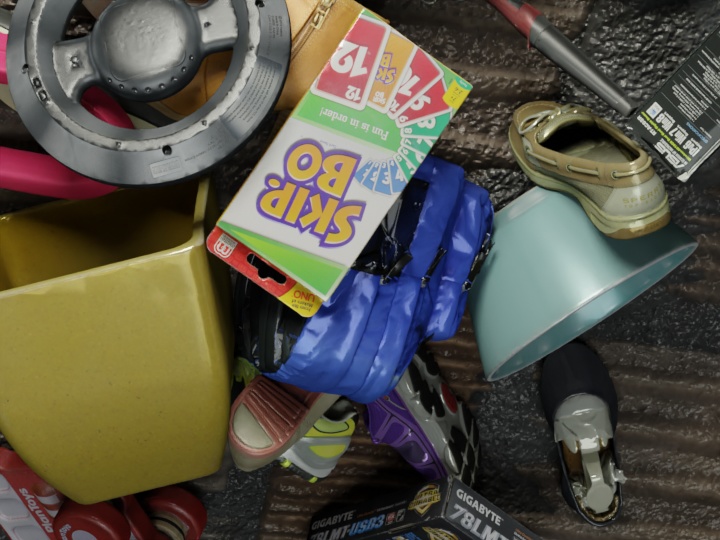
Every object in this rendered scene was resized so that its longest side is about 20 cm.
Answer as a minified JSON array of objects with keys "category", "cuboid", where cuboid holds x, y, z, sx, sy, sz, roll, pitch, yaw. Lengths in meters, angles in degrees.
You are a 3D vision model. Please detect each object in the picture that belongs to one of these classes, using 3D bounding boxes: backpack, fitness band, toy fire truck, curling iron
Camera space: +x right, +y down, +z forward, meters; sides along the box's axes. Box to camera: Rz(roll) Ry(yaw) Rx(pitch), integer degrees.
[{"category":"backpack","cuboid":[0.000,0.000,1.213,0.167,0.162,0.201,20,92,-19]},{"category":"fitness band","cuboid":[-0.260,-0.115,1.172,0.198,0.038,0.144,12,146,10]},{"category":"toy fire truck","cuboid":[-0.244,0.230,1.425,0.167,0.113,0.201,-7,128,27]},{"category":"curling iron","cuboid":[0.120,-0.173,1.166,0.200,0.050,0.026,38,157,11]}]

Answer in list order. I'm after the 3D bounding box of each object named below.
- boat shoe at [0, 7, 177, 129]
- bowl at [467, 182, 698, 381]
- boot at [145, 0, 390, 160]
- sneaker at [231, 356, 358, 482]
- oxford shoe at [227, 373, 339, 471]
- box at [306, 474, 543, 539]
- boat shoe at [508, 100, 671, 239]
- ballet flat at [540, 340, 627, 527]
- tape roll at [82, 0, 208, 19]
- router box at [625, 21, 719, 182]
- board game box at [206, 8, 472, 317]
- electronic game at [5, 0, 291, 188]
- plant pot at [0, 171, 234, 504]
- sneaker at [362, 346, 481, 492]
[{"category":"boat shoe","cuboid":[-0.209,-0.141,1.193,0.200,0.063,0.074,29,145,-16]},{"category":"bowl","cuboid":[0.159,-0.008,1.273,0.200,0.201,0.105,-35,80,16]},{"category":"boot","cuboid":[-0.091,-0.168,1.140,0.200,0.071,0.145,25,93,-5]},{"category":"sneaker","cuboid":[-0.087,0.106,1.380,0.200,0.075,0.077,35,97,-33]},{"category":"oxford shoe","cuboid":[-0.043,0.087,1.332,0.200,0.071,0.074,-42,166,-26]},{"category":"box","cuboid":[0.081,0.273,1.470,0.199,0.050,0.198,36,141,-26]},{"category":"boat shoe","cuboid":[0.167,-0.092,1.194,0.073,0.201,0.064,-20,122,-7]},{"category":"ballet flat","cuboid":[0.208,0.157,1.447,0.072,0.073,0.201,-13,125,1]},{"category":"tape roll","cuboid":[-0.120,-0.250,1.143,0.201,0.037,0.204,-4,125,-5]},{"category":"router box","cuboid":[0.280,-0.152,1.170,0.062,0.200,0.150,44,112,5]},{"category":"board game box","cuboid":[-0.017,-0.073,1.108,0.095,0.030,0.201,34,93,-5]},{"category":"electronic game","cuboid":[-0.145,-0.153,1.085,0.198,0.202,0.042,-15,164,2]},{"category":"plant pot","cuboid":[-0.185,0.060,1.222,0.193,0.196,0.201,-14,110,2]},{"category":"sneaker","cuboid":[0.050,0.141,1.425,0.083,0.081,0.201,-13,123,26]}]
